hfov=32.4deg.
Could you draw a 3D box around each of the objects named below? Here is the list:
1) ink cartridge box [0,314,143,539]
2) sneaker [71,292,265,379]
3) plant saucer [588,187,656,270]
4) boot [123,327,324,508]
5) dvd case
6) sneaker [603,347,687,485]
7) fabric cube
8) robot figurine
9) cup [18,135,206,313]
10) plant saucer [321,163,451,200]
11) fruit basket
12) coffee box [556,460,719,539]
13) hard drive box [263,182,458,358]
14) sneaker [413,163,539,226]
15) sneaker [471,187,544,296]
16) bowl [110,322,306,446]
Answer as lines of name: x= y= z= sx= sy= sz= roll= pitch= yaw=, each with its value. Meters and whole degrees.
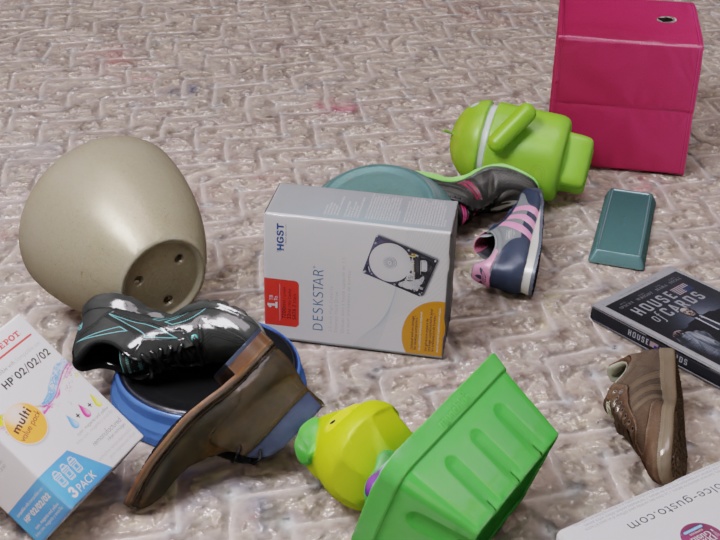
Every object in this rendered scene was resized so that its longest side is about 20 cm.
ink cartridge box: x=-0.303 y=0.121 z=1.079 sx=0.200 sy=0.068 sz=0.115 roll=44 pitch=36 yaw=-1
sneaker: x=-0.187 y=0.076 z=1.207 sx=0.198 sy=0.076 sz=0.080 roll=3 pitch=42 yaw=15
plant saucer: x=0.340 y=-0.058 z=1.596 sx=0.069 sy=0.019 sz=0.200 roll=10 pitch=29 yaw=13
boot: x=-0.121 y=0.156 z=1.121 sx=0.097 sy=0.075 sz=0.200 roll=41 pitch=71 yaw=-3
dvd case: x=0.378 y=0.063 z=1.375 sx=0.149 sy=0.025 sz=0.199 roll=-21 pitch=37 yaw=-36
sneaker: x=0.273 y=0.146 z=1.199 sx=0.075 sy=0.071 sz=0.200 roll=-10 pitch=22 yaw=18
fabric cube: x=0.377 y=-0.273 z=1.794 sx=0.197 sy=0.202 sz=0.197 roll=6 pitch=30 yaw=8
robot figurine: x=0.210 y=-0.161 z=1.662 sx=0.198 sy=0.117 sz=0.175 roll=14 pitch=-2 yaw=12
cup: x=-0.242 y=-0.023 z=1.316 sx=0.199 sy=0.202 sz=0.143 roll=-18 pitch=38 yaw=-31
plant saucer: x=0.019 y=-0.067 z=1.507 sx=0.198 sy=0.036 sz=0.201 roll=-3 pitch=48 yaw=3
fruit basket: x=0.040 y=0.160 z=1.075 sx=0.213 sy=0.156 sz=0.217 roll=13 pitch=38 yaw=-10
coffee box: x=0.255 y=0.272 z=0.814 sx=0.198 sy=0.202 sz=0.198 roll=-16 pitch=34 yaw=-28
hard drive box: x=0.000 y=0.000 z=1.330 sx=0.198 sy=0.157 sz=0.077 roll=6 pitch=30 yaw=9
sneaker: x=0.134 y=-0.085 z=1.591 sx=0.198 sy=0.077 sz=0.084 roll=-6 pitch=45 yaw=-6
sneaker: x=0.180 y=-0.045 z=1.500 sx=0.081 sy=0.071 sz=0.201 roll=7 pitch=32 yaw=7
bowl: x=-0.152 y=0.108 z=1.247 sx=0.198 sy=0.040 sz=0.201 roll=2 pitch=30 yaw=-1
